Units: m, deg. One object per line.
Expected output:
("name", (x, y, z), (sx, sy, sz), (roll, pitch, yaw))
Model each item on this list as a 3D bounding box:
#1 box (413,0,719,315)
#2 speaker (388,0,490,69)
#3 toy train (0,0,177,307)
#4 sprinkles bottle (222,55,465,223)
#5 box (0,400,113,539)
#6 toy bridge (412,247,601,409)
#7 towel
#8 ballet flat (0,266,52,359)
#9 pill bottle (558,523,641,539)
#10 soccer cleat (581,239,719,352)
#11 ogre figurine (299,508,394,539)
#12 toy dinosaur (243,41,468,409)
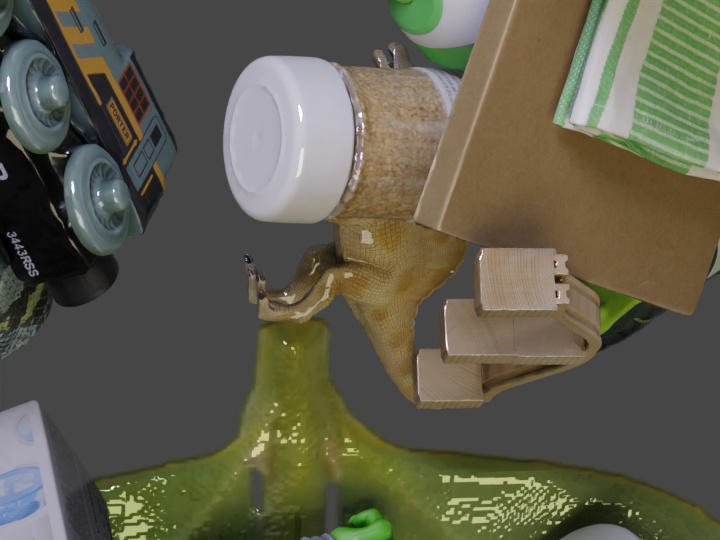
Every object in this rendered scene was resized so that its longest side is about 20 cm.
("box", (0.114, -0.094, 1.101), (0.163, 0.021, 0.201), (17, 93, -41))
("speaker", (0.019, -0.181, 1.069), (0.088, 0.089, 0.201), (-25, 123, 7))
("toy train", (-0.145, -0.084, 1.086), (0.085, 0.114, 0.201), (-12, 122, 24))
("sprinkles bottle", (0.042, -0.052, 1.130), (0.199, 0.068, 0.069), (1, 123, -31))
("box", (-0.213, 0.159, 1.211), (0.199, 0.113, 0.102), (-20, 144, 3))
("toy bridge", (0.067, 0.027, 1.136), (0.067, 0.027, 0.200), (0, 165, -7))
("towel", (0.178, -0.104, 1.110), (0.199, 0.023, 0.154), (16, 92, -35))
("ballet flat", (-0.217, 0.050, 1.186), (0.199, 0.074, 0.074), (-32, 122, 20))
("pill bottle", (0.167, 0.218, 1.323), (0.114, 0.114, 0.200), (-42, 119, 16))
("soccer cleat", (0.169, -0.027, 1.205), (0.081, 0.068, 0.200), (32, 111, -35))
("ogre figurine", (-0.056, 0.212, 1.300), (0.119, 0.098, 0.200), (0, 139, -30))
("toy dinosaur", (0.000, 0.000, 1.195), (0.100, 0.058, 0.201), (-7, 122, -7))
